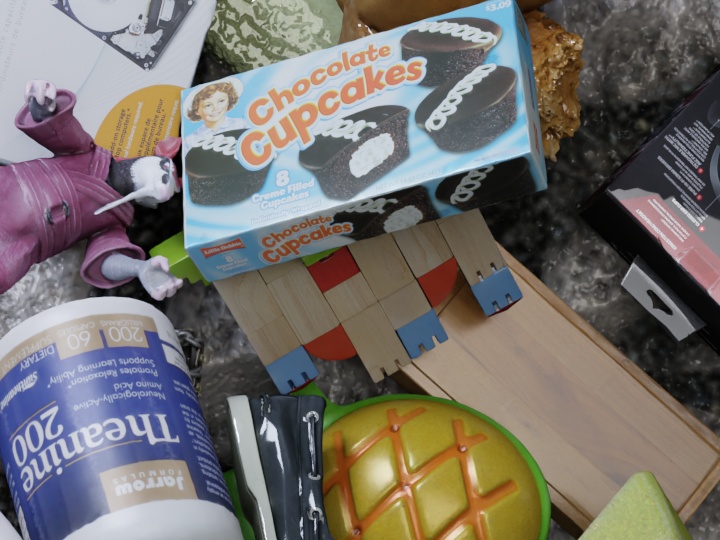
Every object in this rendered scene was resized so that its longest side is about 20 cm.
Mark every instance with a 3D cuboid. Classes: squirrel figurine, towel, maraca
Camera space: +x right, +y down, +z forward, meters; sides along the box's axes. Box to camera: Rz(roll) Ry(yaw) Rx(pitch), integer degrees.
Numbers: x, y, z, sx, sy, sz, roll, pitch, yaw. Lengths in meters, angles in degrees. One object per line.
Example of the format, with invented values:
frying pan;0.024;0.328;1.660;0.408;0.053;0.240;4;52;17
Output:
squirrel figurine;0.082;-0.165;1.738;0.186;0.141;0.201;-2;98;-20
towel;-0.015;-0.155;1.788;0.200;0.036;0.149;39;78;-3
maraca;0.012;0.132;1.716;0.199;0.107;0.138;16;69;13

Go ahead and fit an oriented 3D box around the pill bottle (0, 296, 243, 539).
pill bottle;-0.125;0.123;1.564;0.110;0.111;0.201;-13;57;-12

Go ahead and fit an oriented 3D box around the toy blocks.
toy blocks;0.000;0.000;1.705;0.199;0.100;0.137;-30;126;0

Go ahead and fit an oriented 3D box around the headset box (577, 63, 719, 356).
headset box;0.241;-0.044;1.795;0.149;0.077;0.200;44;78;0

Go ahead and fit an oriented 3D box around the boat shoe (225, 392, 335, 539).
boat shoe;-0.023;0.160;1.640;0.066;0.075;0.200;-12;69;-9

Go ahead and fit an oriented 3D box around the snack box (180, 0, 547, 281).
snack box;-0.001;-0.073;1.633;0.199;0.037;0.117;-16;50;13

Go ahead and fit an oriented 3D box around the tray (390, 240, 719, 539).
tray;0.118;0.083;1.774;0.200;0.037;0.099;41;77;-3

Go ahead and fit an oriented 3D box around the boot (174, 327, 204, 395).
boot;-0.115;0.118;1.662;0.069;0.199;0.175;17;82;-46

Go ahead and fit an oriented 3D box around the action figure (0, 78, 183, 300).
action figure;-0.182;-0.025;1.646;0.199;0.149;0.135;-16;83;-28

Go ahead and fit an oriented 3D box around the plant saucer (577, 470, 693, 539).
plant saucer;0.147;0.245;1.683;0.200;0.048;0.200;-48;136;-14

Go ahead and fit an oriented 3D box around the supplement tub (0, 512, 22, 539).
supplement tub;-0.237;0.215;1.453;0.200;0.145;0.146;-32;88;-14

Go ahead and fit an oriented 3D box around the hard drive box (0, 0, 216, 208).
hard drive box;-0.191;-0.139;1.712;0.199;0.077;0.157;15;98;-6
